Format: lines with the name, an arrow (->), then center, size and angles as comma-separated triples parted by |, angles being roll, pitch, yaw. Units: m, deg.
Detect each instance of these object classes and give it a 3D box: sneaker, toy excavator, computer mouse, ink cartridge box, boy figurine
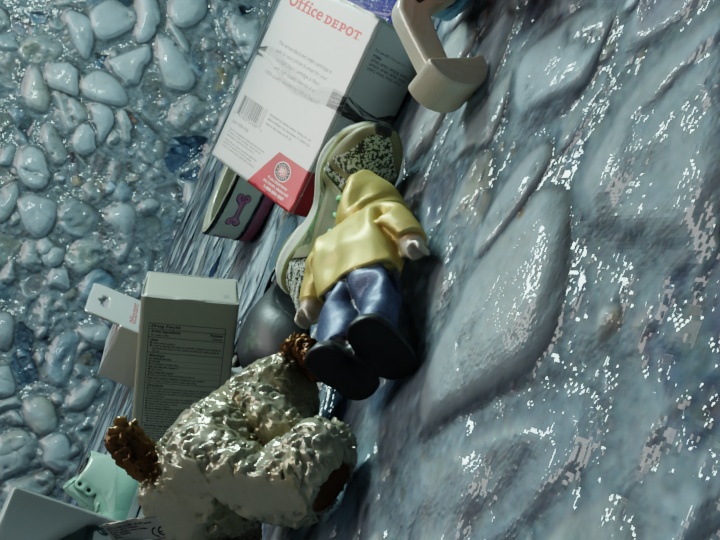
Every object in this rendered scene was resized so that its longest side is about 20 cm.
sneaker -> -0.402, 0.374, 1.377 | 0.074, 0.117, 0.203 | -34, 37, 58
sneaker -> -0.012, -0.032, 0.792 | 0.089, 0.076, 0.201 | -105, 33, -50
toy excavator -> 0.055, -0.240, 0.756 | 0.200, 0.195, 0.100 | -43, -1, -39
computer mouse -> -0.102, 0.062, 0.958 | 0.140, 0.052, 0.200 | -64, 16, 6
ink cartridge box -> -0.240, 0.096, 1.090 | 0.067, 0.198, 0.116 | -63, 16, 9
boy figurine -> 0.000, 0.000, 0.678 | 0.124, 0.064, 0.201 | -35, 28, 25
ink cartridge box -> -0.044, -0.169, 0.922 | 0.144, 0.083, 0.202 | 36, 106, 37
ink cartridge box -> -0.285, 0.330, 0.910 | 0.043, 0.198, 0.176 | -25, 44, 65

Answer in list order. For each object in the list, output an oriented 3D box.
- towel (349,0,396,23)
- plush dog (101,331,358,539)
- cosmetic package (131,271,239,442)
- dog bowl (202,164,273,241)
towel -> 0.012, -0.293, 1.005 | 0.146, 0.049, 0.202 | 19, 84, 33
plush dog -> -0.088, 0.133, 0.693 | 0.201, 0.160, 0.172 | -58, -5, 27
cosmetic package -> -0.190, 0.110, 0.988 | 0.071, 0.104, 0.203 | -113, 31, -68
dog bowl -> -0.174, -0.135, 1.430 | 0.201, 0.073, 0.201 | -57, 18, 29
